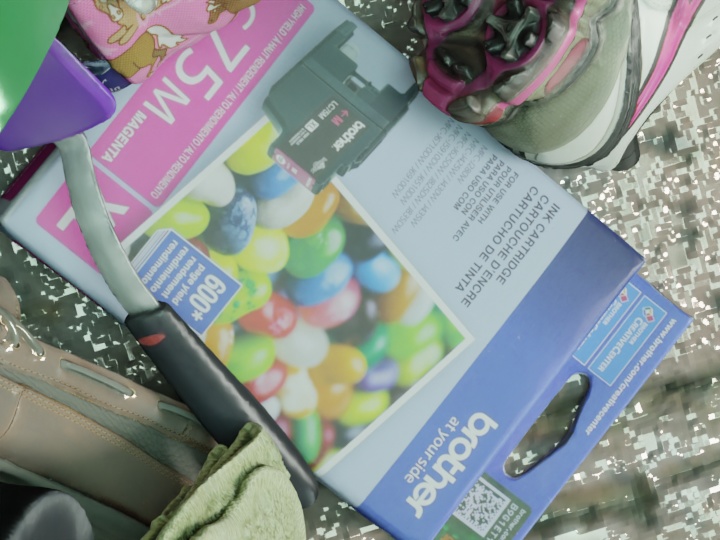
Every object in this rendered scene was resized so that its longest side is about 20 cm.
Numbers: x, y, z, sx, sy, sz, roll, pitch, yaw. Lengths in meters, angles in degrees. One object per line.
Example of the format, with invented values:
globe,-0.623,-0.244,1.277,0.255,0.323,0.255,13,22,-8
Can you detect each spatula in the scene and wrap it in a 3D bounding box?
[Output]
spatula,-0.069,-0.004,0.851,0.200,0.056,0.021,57,42,-22

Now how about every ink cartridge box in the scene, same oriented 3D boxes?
ink cartridge box,0.000,0.000,0.907,0.200,0.042,0.119,39,86,-13

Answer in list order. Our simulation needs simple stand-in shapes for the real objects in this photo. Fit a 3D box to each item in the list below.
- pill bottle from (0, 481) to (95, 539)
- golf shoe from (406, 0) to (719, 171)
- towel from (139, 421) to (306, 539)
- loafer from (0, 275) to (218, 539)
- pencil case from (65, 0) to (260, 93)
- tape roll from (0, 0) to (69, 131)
pill bottle,-0.178,0.093,0.799,0.200,0.112,0.112,4,93,16
golf shoe,0.099,-0.120,0.876,0.092,0.073,0.200,24,106,-43
towel,-0.045,0.158,0.837,0.036,0.148,0.200,6,115,20
loafer,-0.112,0.030,0.849,0.200,0.072,0.063,40,67,-41
pencil case,-0.007,-0.129,0.823,0.200,0.087,0.083,-29,139,10
tape roll,-0.165,-0.061,0.785,0.200,0.200,0.048,-49,126,-5
